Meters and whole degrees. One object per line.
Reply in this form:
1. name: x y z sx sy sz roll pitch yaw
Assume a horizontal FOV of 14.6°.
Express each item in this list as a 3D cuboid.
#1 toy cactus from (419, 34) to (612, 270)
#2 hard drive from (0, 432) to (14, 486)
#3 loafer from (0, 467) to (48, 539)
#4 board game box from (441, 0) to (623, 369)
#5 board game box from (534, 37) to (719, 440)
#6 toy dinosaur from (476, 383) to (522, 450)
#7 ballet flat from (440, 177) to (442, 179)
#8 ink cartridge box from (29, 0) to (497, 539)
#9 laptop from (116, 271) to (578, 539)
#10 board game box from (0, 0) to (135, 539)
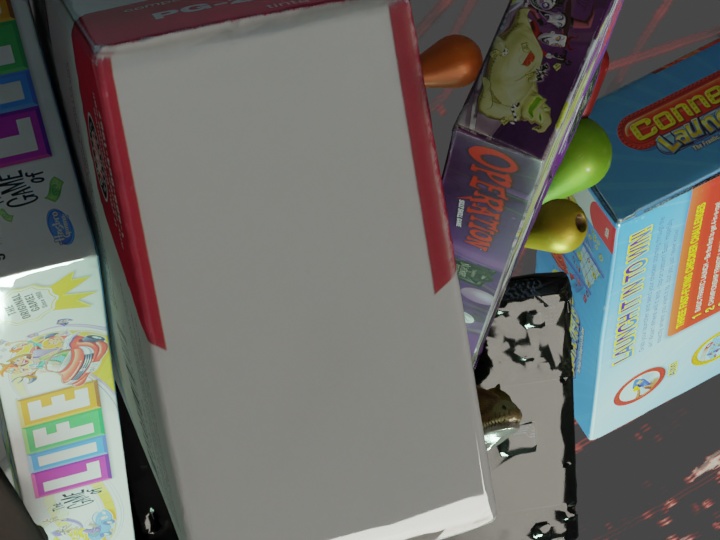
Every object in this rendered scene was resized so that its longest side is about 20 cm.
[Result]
1. toy cactus: 0.000 0.000 0.982 0.199 0.102 0.166 -14 108 -19
2. hard drive: -0.167 0.137 1.160 0.200 0.027 0.132 -43 153 20
3. loafer: -0.151 0.054 0.836 0.071 0.200 0.073 -30 176 -17
4. board game box: 0.049 -0.048 0.785 0.200 0.032 0.120 101 8 -71
5. board game box: 0.173 -0.033 1.215 0.195 0.056 0.200 -26 154 -14
6. toy dinosaur: -0.018 0.114 1.053 0.200 0.106 0.060 -29 159 6
7. ballet flat: 0.011 0.013 1.102 0.072 0.072 0.200 -27 153 -13
8. ink cartridge box: -0.035 -0.019 0.784 0.083 0.200 0.146 -13 108 -8
9. laptop: -0.009 0.071 1.118 0.177 0.103 0.201 -8 124 -5
10. board game box: -0.104 -0.006 0.854 0.034 0.135 0.200 -14 150 -9
